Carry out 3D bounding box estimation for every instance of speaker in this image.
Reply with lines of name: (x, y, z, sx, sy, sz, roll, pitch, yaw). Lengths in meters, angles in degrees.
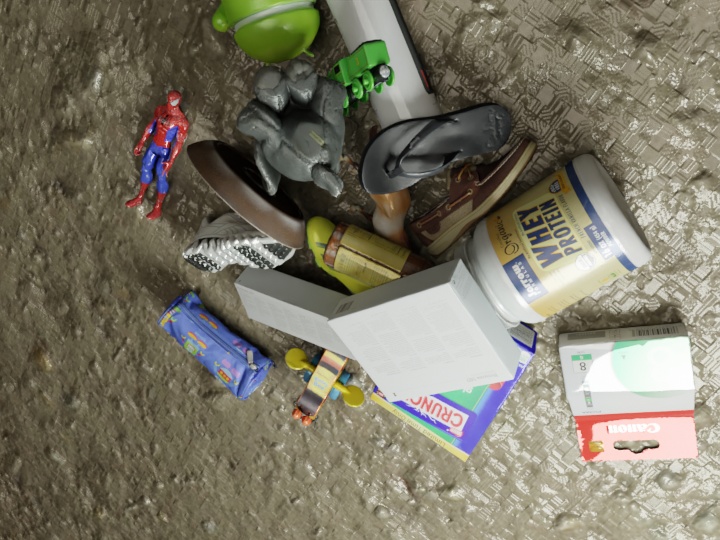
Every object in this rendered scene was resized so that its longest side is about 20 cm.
speaker: (0.032, -0.261, 0.804, 0.080, 0.081, 0.203, -20, 101, 25)

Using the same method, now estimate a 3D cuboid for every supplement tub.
supplement tub: (0.226, -0.027, 0.783, 0.199, 0.144, 0.145, -34, 96, 26)

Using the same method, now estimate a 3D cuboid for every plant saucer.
plant saucer: (-0.142, -0.109, 0.864, 0.200, 0.200, 0.032, 43, 100, 0)

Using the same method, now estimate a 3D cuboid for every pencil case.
pencil case: (-0.230, 0.118, 1.037, 0.199, 0.078, 0.087, 41, 146, 1)

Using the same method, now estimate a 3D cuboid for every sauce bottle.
sauce bottle: (0.050, 0.004, 0.832, 0.197, 0.066, 0.067, 27, 116, 8)

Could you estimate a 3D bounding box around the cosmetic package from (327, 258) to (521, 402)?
cosmetic package: (0.076, 0.082, 0.804, 0.198, 0.052, 0.152, -19, 114, 40)

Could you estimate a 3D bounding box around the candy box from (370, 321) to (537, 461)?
candy box: (0.128, 0.136, 0.916, 0.167, 0.077, 0.203, 30, 117, 9)

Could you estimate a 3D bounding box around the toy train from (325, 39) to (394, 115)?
toy train: (-0.017, -0.228, 0.796, 0.199, 0.041, 0.058, -4, 104, 65)

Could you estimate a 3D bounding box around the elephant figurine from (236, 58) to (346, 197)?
elephant figurine: (-0.083, -0.166, 0.816, 0.139, 0.200, 0.158, 18, 79, -8)

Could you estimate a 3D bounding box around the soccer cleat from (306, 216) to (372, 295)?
soccer cleat: (0.001, 0.000, 0.910, 0.083, 0.065, 0.202, -22, 112, 38)

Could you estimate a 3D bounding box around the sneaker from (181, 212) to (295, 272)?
sneaker: (-0.175, -0.049, 0.941, 0.196, 0.082, 0.075, -1, 149, 32)

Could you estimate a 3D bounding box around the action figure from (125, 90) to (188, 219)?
action figure: (-0.304, -0.176, 0.977, 0.065, 0.052, 0.203, 30, 114, 11)

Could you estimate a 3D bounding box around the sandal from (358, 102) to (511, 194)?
sandal: (0.088, -0.149, 0.769, 0.197, 0.043, 0.077, -23, 117, -2)

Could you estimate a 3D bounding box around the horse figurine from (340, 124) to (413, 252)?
horse figurine: (0.027, -0.083, 0.859, 0.132, 0.050, 0.203, 32, 138, 35)

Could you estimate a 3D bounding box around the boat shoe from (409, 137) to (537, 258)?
boat shoe: (0.138, -0.104, 0.830, 0.072, 0.072, 0.200, 45, 125, 1)

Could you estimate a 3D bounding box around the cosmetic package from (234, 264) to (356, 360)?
cosmetic package: (-0.084, 0.056, 0.943, 0.197, 0.051, 0.083, 18, 145, 25)

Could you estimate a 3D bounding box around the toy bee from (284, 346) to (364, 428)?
toy bee: (-0.057, 0.183, 0.984, 0.128, 0.109, 0.204, 11, 112, 14)

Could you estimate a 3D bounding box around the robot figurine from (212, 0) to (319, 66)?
robot figurine: (-0.119, -0.354, 0.802, 0.172, 0.115, 0.204, -9, 104, 30)

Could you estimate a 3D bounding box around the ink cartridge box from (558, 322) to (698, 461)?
ink cartridge box: (0.359, 0.176, 0.864, 0.158, 0.050, 0.204, -8, 104, 22)
